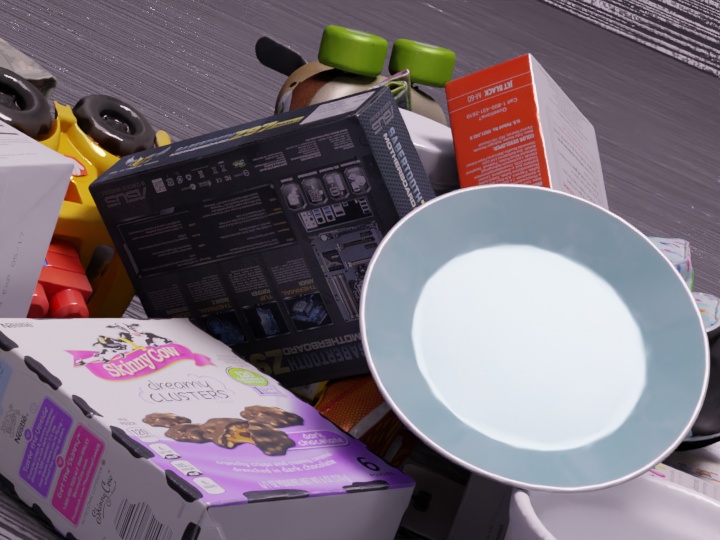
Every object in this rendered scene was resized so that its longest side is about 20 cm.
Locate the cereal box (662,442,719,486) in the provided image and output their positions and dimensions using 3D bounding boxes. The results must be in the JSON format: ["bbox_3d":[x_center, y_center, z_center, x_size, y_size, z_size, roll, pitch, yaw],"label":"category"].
[{"bbox_3d":[0.256,0.143,1.579,0.143,0.040,0.200,21,16,0],"label":"cereal box"}]

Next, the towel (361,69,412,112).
[{"bbox_3d":[-0.044,-0.040,1.486,0.199,0.144,0.023,-30,57,-17],"label":"towel"}]

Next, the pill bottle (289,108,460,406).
[{"bbox_3d":[0.000,0.000,1.436,0.112,0.201,0.112,19,16,-6],"label":"pill bottle"}]

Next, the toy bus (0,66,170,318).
[{"bbox_3d":[-0.197,-0.018,1.411,0.199,0.136,0.192,12,31,-37],"label":"toy bus"}]

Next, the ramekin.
[{"bbox_3d":[0.159,0.191,1.202,0.200,0.098,0.201,20,16,-6],"label":"ramekin"}]

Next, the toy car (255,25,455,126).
[{"bbox_3d":[-0.039,-0.131,1.910,0.157,0.165,0.200,5,13,-43],"label":"toy car"}]

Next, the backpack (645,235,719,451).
[{"bbox_3d":[0.144,0.053,1.499,0.199,0.151,0.178,-9,5,11],"label":"backpack"}]

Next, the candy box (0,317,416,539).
[{"bbox_3d":[-0.100,0.100,1.222,0.200,0.072,0.167,33,21,35],"label":"candy box"}]

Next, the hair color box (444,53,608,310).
[{"bbox_3d":[0.111,-0.016,1.370,0.111,0.064,0.201,40,36,-54],"label":"hair color box"}]

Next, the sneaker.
[{"bbox_3d":[0.017,0.074,1.357,0.077,0.073,0.200,19,33,35],"label":"sneaker"}]

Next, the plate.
[{"bbox_3d":[0.095,0.039,1.245,0.199,0.026,0.201,6,56,-8],"label":"plate"}]

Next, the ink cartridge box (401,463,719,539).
[{"bbox_3d":[0.122,0.142,1.363,0.199,0.068,0.115,21,15,4],"label":"ink cartridge box"}]

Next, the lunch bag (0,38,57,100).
[{"bbox_3d":[-0.346,-0.128,1.583,0.199,0.118,0.164,-3,28,-42],"label":"lunch bag"}]

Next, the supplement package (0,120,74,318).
[{"bbox_3d":[-0.298,-0.031,1.257,0.200,0.152,0.150,29,19,27],"label":"supplement package"}]

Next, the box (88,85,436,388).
[{"bbox_3d":[-0.045,-0.010,1.337,0.199,0.158,0.051,-13,19,32],"label":"box"}]
